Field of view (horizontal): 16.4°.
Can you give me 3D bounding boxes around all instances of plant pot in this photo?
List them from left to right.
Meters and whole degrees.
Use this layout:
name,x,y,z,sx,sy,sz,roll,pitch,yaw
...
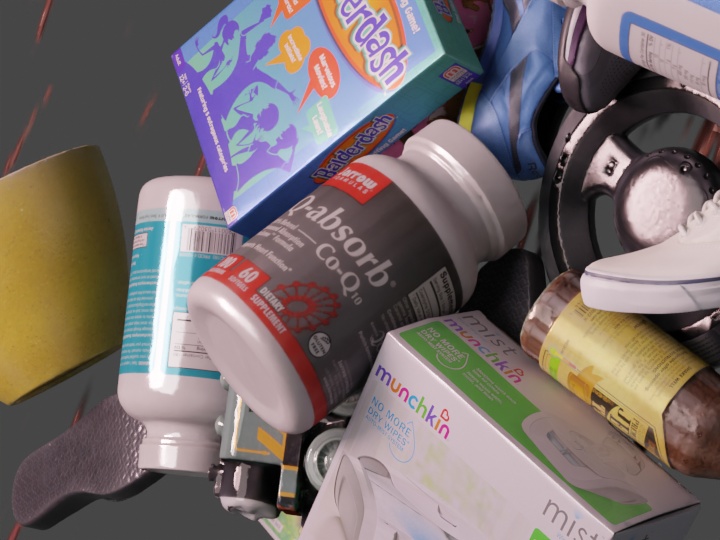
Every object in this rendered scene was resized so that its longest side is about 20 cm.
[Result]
name,x,y,z,sx,sy,sz,roll,pitch,yaw
plant pot,-0.251,0.015,1.878,0.199,0.200,0.143,-31,87,35

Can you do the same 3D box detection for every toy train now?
name,x,y,z,sx,sy,sz,roll,pitch,yaw
toy train,-0.037,0.073,1.656,0.113,0.085,0.202,6,82,7

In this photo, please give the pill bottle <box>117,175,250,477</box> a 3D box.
name,x,y,z,sx,sy,sz,roll,pitch,yaw
pill bottle,-0.110,0.041,1.737,0.110,0.110,0.202,-1,80,44

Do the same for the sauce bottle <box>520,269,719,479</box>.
name,x,y,z,sx,sy,sz,roll,pitch,yaw
sauce bottle,0.185,0.078,1.486,0.200,0.065,0.065,38,108,26

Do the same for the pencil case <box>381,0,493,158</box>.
name,x,y,z,sx,sy,sz,roll,pitch,yaw
pencil case,0.043,-0.123,1.675,0.083,0.086,0.202,11,89,51

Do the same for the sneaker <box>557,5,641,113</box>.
name,x,y,z,sx,sy,sz,roll,pitch,yaw
sneaker,0.194,-0.179,1.523,0.087,0.074,0.201,19,74,35

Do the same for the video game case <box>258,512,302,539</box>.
name,x,y,z,sx,sy,sz,roll,pitch,yaw
video game case,-0.024,0.101,1.735,0.200,0.022,0.183,45,112,40

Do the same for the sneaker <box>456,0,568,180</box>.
name,x,y,z,sx,sy,sz,roll,pitch,yaw
sneaker,0.123,-0.157,1.627,0.078,0.066,0.202,14,91,34

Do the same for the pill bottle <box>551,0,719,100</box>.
name,x,y,z,sx,sy,sz,roll,pitch,yaw
pill bottle,0.199,-0.162,1.432,0.199,0.112,0.113,27,100,20

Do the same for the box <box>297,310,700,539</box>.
name,x,y,z,sx,sy,sz,roll,pitch,yaw
box,0.082,0.156,1.528,0.200,0.096,0.177,42,124,30

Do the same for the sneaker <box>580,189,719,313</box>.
name,x,y,z,sx,sy,sz,roll,pitch,yaw
sneaker,0.222,-0.021,1.445,0.198,0.073,0.071,-10,98,13

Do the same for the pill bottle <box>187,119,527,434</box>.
name,x,y,z,sx,sy,sz,roll,pitch,yaw
pill bottle,0.000,0.000,1.560,0.200,0.116,0.116,-38,45,-18

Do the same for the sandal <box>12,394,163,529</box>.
name,x,y,z,sx,sy,sz,roll,pitch,yaw
sandal,-0.192,0.143,1.873,0.200,0.043,0.077,-23,58,48

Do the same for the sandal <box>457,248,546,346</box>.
name,x,y,z,sx,sy,sz,roll,pitch,yaw
sandal,0.098,0.086,1.613,0.076,0.043,0.202,4,93,53

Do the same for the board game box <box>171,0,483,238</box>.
name,x,y,z,sx,sy,sz,roll,pitch,yaw
board game box,-0.026,-0.136,1.649,0.200,0.045,0.153,-38,55,25

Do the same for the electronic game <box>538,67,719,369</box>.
name,x,y,z,sx,sy,sz,roll,pitch,yaw
electronic game,0.193,-0.036,1.541,0.199,0.041,0.202,-3,85,39
